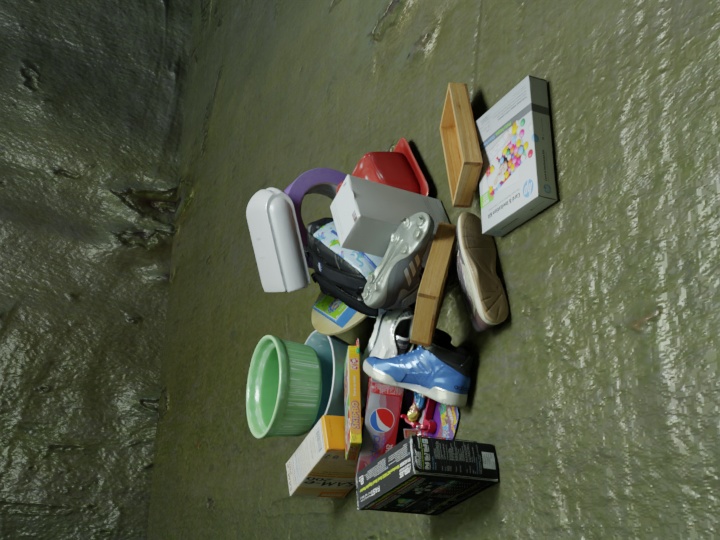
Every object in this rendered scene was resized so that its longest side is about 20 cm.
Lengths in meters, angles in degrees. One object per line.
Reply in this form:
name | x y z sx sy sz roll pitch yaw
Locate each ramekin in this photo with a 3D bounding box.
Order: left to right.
ramekin | -0.151 0.235 1.840 0.200 0.096 0.204 146 128 -59

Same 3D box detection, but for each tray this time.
tray | 0.122 0.019 1.501 0.201 0.036 0.100 -67 -14 -52
tray | 0.168 -0.213 1.557 0.100 0.036 0.202 99 169 -48

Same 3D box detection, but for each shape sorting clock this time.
shape sorting clock | -0.017 0.048 1.839 0.199 0.039 0.201 -34 27 20

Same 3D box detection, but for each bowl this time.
bowl | -0.049 0.225 1.859 0.200 0.103 0.205 -171 90 -66

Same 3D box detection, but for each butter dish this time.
butter dish | 0.023 -0.139 1.776 0.201 0.145 0.202 -109 36 -48

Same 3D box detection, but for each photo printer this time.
photo printer | -0.165 -0.060 1.809 0.166 0.068 0.204 178 78 -69

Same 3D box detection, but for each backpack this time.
backpack | 0.000 0.000 1.699 0.200 0.151 0.166 -134 26 -56

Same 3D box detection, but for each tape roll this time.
tape roll | -0.075 -0.106 1.916 0.065 0.197 0.204 -30 55 59

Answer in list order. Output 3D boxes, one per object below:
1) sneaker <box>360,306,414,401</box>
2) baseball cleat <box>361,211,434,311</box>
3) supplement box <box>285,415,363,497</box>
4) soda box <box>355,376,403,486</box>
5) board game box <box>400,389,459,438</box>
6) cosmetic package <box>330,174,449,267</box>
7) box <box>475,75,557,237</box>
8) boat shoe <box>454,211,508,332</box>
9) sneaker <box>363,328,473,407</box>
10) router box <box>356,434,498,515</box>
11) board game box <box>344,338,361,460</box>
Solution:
sneaker | 0.054 0.161 1.700 0.080 0.075 0.204 25 106 56
baseball cleat | 0.082 -0.013 1.569 0.201 0.105 0.070 -52 41 29
supplement box | -0.051 0.364 1.792 0.201 0.124 0.075 124 144 -44
soda box | 0.034 0.286 1.663 0.070 0.062 0.204 -89 7 -78
board game box | 0.105 0.228 1.592 0.158 0.038 0.203 127 143 -47
cosmetic package | 0.056 -0.083 1.618 0.082 0.197 0.114 -59 30 35
box | 0.239 -0.174 1.439 0.156 0.040 0.204 143 130 -58
boat shoe | 0.181 0.002 1.472 0.065 0.071 0.203 -45 48 45
sneaker | 0.098 0.144 1.533 0.197 0.076 0.113 15 94 36
router box | 0.099 0.323 1.443 0.200 0.147 0.063 -47 40 50
board game box | -0.014 0.234 1.691 0.096 0.029 0.203 101 171 -60
